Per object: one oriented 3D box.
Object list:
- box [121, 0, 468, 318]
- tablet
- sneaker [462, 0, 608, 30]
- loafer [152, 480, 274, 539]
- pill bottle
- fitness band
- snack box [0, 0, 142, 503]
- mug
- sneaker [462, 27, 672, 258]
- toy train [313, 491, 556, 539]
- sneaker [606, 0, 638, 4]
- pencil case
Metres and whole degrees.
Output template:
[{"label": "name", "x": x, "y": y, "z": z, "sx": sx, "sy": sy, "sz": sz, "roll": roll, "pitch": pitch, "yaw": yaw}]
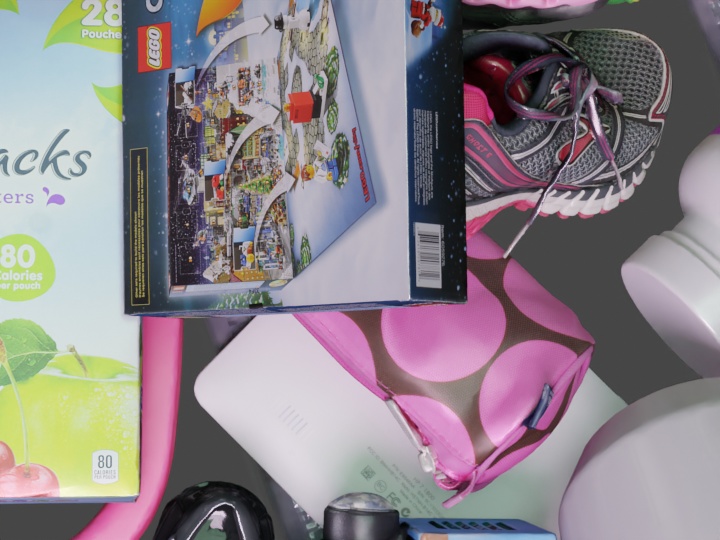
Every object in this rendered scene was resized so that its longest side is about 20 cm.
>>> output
[{"label": "box", "x": -0.027, "y": -0.085, "z": 0.801, "sx": 0.136, "sy": 0.038, "sz": 0.201, "roll": -3, "pitch": 86, "yaw": 38}, {"label": "tablet", "x": 0.041, "y": 0.075, "z": 0.924, "sx": 0.200, "sy": 0.014, "sz": 0.130, "roll": 45, "pitch": 81, "yaw": 1}, {"label": "sneaker", "x": 0.010, "y": -0.123, "z": 0.905, "sx": 0.199, "sy": 0.096, "sz": 0.079, "roll": 3, "pitch": 64, "yaw": 6}, {"label": "loafer", "x": -0.072, "y": 0.184, "z": 0.872, "sx": 0.068, "sy": 0.070, "sz": 0.202, "roll": 9, "pitch": 82, "yaw": -3}, {"label": "pill bottle", "x": 0.204, "y": -0.041, "z": 0.906, "sx": 0.200, "sy": 0.104, "sz": 0.104, "roll": -42, "pitch": 88, "yaw": -9}, {"label": "fitness band", "x": -0.146, "y": 0.037, "z": 0.901, "sx": 0.143, "sy": 0.037, "sz": 0.201, "roll": 3, "pitch": 84, "yaw": -5}, {"label": "snack box", "x": -0.169, "y": -0.009, "z": 0.854, "sx": 0.168, "sy": 0.068, "sz": 0.201, "roll": 0, "pitch": 82, "yaw": -7}, {"label": "mug", "x": 0.147, "y": 0.136, "z": 0.842, "sx": 0.149, "sy": 0.187, "sz": 0.154, "roll": -16, "pitch": 55, "yaw": -4}, {"label": "sneaker", "x": 0.072, "y": -0.063, "z": 0.873, "sx": 0.081, "sy": 0.075, "sz": 0.200, "roll": 47, "pitch": 38, "yaw": 14}, {"label": "toy train", "x": 0.024, "y": 0.189, "z": 0.867, "sx": 0.114, "sy": 0.087, "sz": 0.201, "roll": 1, "pitch": 88, "yaw": -6}, {"label": "sneaker", "x": 0.053, "y": -0.189, "z": 0.936, "sx": 0.083, "sy": 0.074, "sz": 0.200, "roll": -39, "pitch": 85, "yaw": 9}, {"label": "pencil case", "x": 0.000, "y": 0.000, "z": 0.879, "sx": 0.200, "sy": 0.091, "sz": 0.094, "roll": 42, "pitch": 72, "yaw": 11}]
